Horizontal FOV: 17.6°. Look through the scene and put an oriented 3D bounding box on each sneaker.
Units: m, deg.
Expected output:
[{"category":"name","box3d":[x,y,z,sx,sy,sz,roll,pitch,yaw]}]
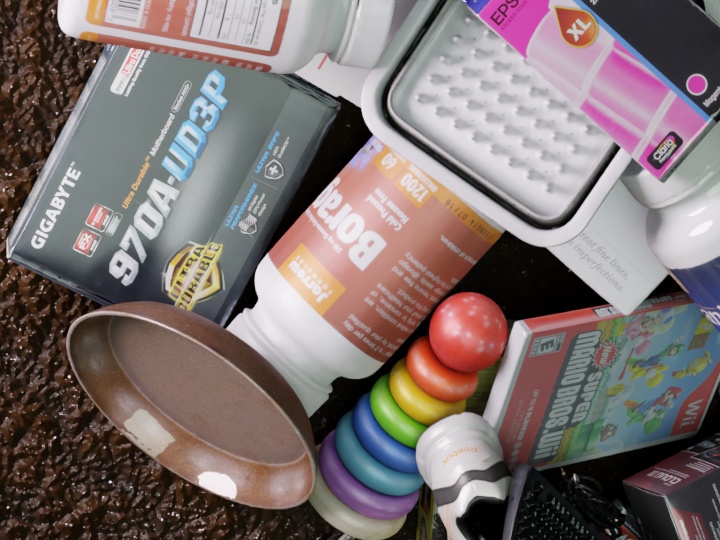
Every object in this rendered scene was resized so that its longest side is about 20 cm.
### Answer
[{"category":"sneaker","box3d":[0.094,0.190,1.614,0.073,0.080,0.201,-27,132,4]}]

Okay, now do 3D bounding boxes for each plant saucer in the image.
[{"category":"plant saucer","box3d":[-0.108,0.086,1.586,0.200,0.200,0.035,47,59,-19]}]

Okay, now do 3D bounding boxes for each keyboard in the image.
[{"category":"keyboard","box3d":[0.157,0.191,1.604,0.039,0.105,0.200,-5,151,28]}]

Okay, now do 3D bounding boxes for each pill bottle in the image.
[{"category":"pill bottle","box3d":[-0.082,-0.185,1.446,0.198,0.112,0.113,9,106,-12]},{"category":"pill bottle","box3d":[0.254,-0.018,1.500,0.111,0.111,0.200,-41,110,4]},{"category":"pill bottle","box3d":[0.000,0.000,1.598,0.112,0.112,0.200,40,96,-19]}]

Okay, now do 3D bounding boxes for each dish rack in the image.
[{"category":"dish rack","box3d":[0.114,-0.134,1.468,0.171,0.044,0.201,35,95,9]}]

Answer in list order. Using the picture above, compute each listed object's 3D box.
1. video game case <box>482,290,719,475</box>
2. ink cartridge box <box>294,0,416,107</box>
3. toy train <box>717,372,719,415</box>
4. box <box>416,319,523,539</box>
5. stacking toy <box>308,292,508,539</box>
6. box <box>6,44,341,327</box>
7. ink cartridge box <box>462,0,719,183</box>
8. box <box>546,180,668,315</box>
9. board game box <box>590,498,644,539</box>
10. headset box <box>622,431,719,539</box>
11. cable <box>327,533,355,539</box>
[{"category":"video game case","box3d":[0.176,0.078,1.643,0.199,0.017,0.144,-10,134,-29]},{"category":"ink cartridge box","box3d":[-0.038,-0.198,1.552,0.199,0.068,0.117,29,101,-17]},{"category":"toy train","box3d":[0.308,0.142,1.740,0.046,0.034,0.201,-26,110,-5]},{"category":"box","box3d":[0.084,0.138,1.690,0.075,0.050,0.202,-1,107,-11]},{"category":"stacking toy","box3d":[0.040,0.094,1.619,0.085,0.086,0.201,25,122,-16]},{"category":"box","box3d":[-0.128,-0.067,1.589,0.158,0.046,0.201,26,101,-17]},{"category":"ink cartridge box","box3d":[0.143,-0.155,1.425,0.200,0.037,0.095,43,97,11]},{"category":"box","box3d":[0.166,-0.118,1.581,0.199,0.131,0.200,41,96,-19]},{"category":"board game box","box3d":[0.217,0.265,1.748,0.200,0.062,0.200,-43,108,3]},{"category":"headset box","box3d":[0.291,0.189,1.676,0.199,0.075,0.150,-25,101,-16]},{"category":"cable","box3d":[-0.065,0.274,1.717,0.199,0.050,0.098,-28,104,10]}]
